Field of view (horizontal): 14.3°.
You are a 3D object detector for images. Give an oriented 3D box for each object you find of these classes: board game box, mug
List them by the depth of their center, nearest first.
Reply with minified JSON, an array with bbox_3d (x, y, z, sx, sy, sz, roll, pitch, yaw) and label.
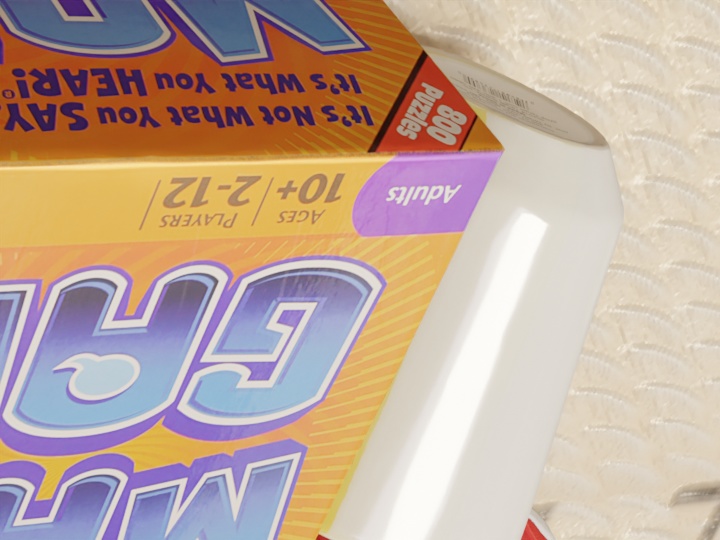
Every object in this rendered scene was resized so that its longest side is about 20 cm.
[{"bbox_3d":[-0.122,-0.015,0.798,0.199,0.200,0.201,-3,131,-37],"label":"board game box"},{"bbox_3d":[0.009,0.004,1.011,0.186,0.149,0.154,7,113,-54],"label":"mug"}]

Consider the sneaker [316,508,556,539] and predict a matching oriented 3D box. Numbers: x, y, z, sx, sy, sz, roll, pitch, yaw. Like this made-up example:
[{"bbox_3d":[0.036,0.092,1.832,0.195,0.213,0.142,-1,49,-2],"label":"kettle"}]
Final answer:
[{"bbox_3d":[0.041,0.140,1.189,0.200,0.113,0.071,19,112,-50],"label":"sneaker"}]
